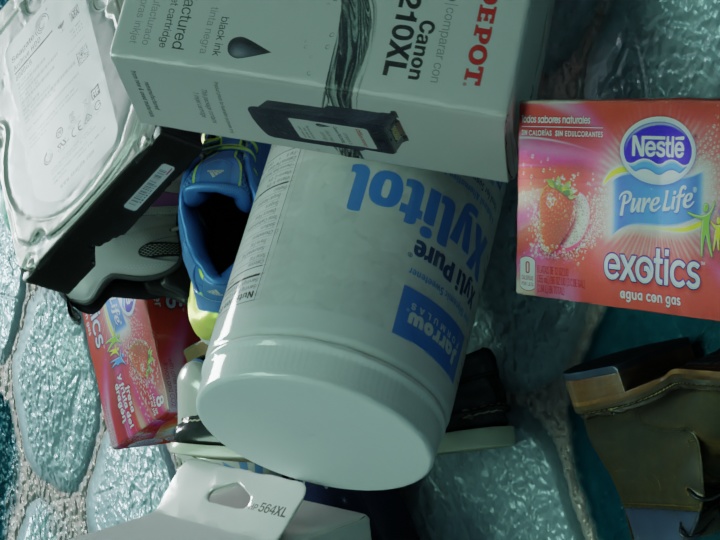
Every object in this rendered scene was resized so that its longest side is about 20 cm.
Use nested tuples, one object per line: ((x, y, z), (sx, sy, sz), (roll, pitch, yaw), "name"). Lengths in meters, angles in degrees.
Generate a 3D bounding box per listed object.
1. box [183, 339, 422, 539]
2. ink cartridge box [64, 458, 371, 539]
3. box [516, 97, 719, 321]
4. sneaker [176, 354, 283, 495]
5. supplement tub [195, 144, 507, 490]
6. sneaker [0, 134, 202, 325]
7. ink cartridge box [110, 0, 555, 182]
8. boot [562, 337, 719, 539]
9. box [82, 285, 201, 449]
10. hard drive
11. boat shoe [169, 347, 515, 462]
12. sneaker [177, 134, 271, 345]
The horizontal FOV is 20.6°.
((-0.031, 0.120, 1.215), (0.121, 0.032, 0.200), (-28, 87, 54), "box")
((-0.073, 0.211, 1.085), (0.128, 0.125, 0.200), (3, 103, 50), "ink cartridge box")
((0.168, -0.029, 0.882), (0.200, 0.102, 0.095), (8, 99, 57), "box")
((-0.087, 0.150, 1.215), (0.072, 0.072, 0.200), (17, 121, 49), "sneaker")
((0.000, 0.000, 1.046), (0.132, 0.132, 0.200), (-32, 37, 53), "supplement tub")
((-0.111, -0.035, 1.251), (0.140, 0.200, 0.078), (59, 173, 9), "sneaker")
((-0.006, -0.138, 0.993), (0.084, 0.200, 0.145), (76, -155, -69), "ink cartridge box")
((0.175, 0.081, 0.923), (0.200, 0.075, 0.097), (-9, 97, 64), "boot")
((-0.126, 0.010, 1.333), (0.095, 0.100, 0.200), (-35, 64, 52), "box")
((-0.165, -0.105, 1.167), (0.140, 0.038, 0.200), (-43, 46, 30), "hard drive")
((-0.013, 0.074, 1.121), (0.199, 0.074, 0.066), (-5, 84, 19), "boat shoe")
((-0.062, -0.058, 1.141), (0.105, 0.076, 0.200), (83, -171, -67), "sneaker")
